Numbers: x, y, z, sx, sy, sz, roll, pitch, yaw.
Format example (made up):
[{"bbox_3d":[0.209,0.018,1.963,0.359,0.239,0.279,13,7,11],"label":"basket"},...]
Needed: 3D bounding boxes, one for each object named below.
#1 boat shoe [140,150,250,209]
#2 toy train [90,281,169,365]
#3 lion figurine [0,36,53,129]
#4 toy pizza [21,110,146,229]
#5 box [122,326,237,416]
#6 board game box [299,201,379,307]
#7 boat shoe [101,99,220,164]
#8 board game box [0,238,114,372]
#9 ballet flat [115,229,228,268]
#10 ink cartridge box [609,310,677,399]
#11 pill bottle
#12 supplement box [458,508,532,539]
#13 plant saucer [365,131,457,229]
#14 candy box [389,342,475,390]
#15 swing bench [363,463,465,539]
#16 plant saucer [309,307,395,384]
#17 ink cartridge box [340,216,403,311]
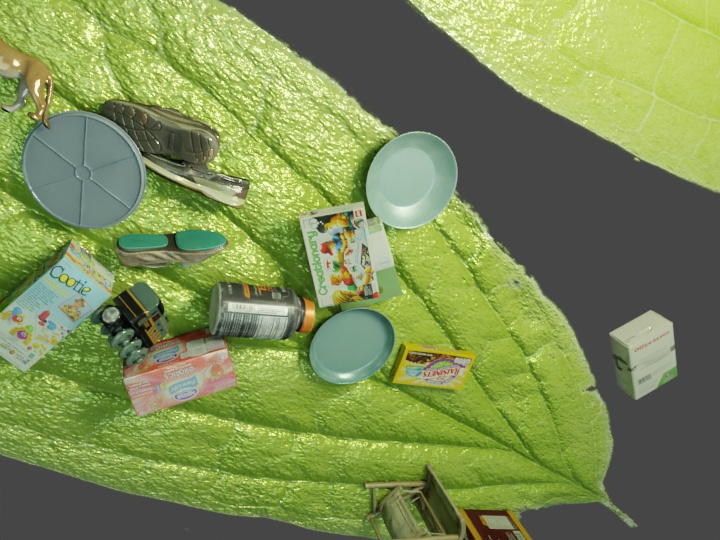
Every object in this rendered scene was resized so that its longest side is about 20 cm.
[{"bbox_3d":[-0.291,-0.173,1.094,0.199,0.073,0.065,23,91,-29],"label":"boat shoe"},{"bbox_3d":[-0.406,0.099,1.120,0.114,0.085,0.200,-38,164,-20],"label":"toy train"},{"bbox_3d":[-0.537,-0.315,0.928,0.200,0.072,0.123,35,71,-41],"label":"lion figurine"},{"bbox_3d":[-0.459,-0.167,1.032,0.199,0.032,0.201,-2,114,-4],"label":"toy pizza"},{"bbox_3d":[-0.356,0.195,1.218,0.199,0.103,0.095,-16,119,-14],"label":"box"},{"bbox_3d":[-0.039,-0.028,1.210,0.125,0.035,0.201,-10,118,2],"label":"board game box"},{"bbox_3d":[-0.332,-0.237,1.042,0.199,0.073,0.075,21,120,-7],"label":"boat shoe"},{"bbox_3d":[-0.545,0.059,1.077,0.200,0.103,0.105,-40,117,1],"label":"board game box"},{"bbox_3d":[-0.347,-0.036,1.143,0.199,0.068,0.067,0,133,-15],"label":"ballet flat"},{"bbox_3d":[0.770,0.229,1.677,0.146,0.084,0.201,-26,120,-8],"label":"ink cartridge box"},{"bbox_3d":[-0.193,0.083,1.226,0.199,0.106,0.107,7,111,-24],"label":"pill bottle"},{"bbox_3d":[0.369,0.791,1.722,0.199,0.197,0.133,12,109,-24],"label":"supplement box"},{"bbox_3d":[0.099,-0.185,1.251,0.200,0.039,0.202,-8,116,-17],"label":"plant saucer"},{"bbox_3d":[0.175,0.233,1.485,0.199,0.026,0.103,10,113,-25],"label":"candy box"},{"bbox_3d":[0.134,0.623,1.552,0.199,0.199,0.130,-11,118,-15],"label":"swing bench"},{"bbox_3d":[-0.020,0.164,1.371,0.199,0.027,0.201,-9,121,-16],"label":"plant saucer"},{"bbox_3d":[0.000,0.000,1.276,0.145,0.048,0.201,-17,118,5],"label":"ink cartridge box"}]
